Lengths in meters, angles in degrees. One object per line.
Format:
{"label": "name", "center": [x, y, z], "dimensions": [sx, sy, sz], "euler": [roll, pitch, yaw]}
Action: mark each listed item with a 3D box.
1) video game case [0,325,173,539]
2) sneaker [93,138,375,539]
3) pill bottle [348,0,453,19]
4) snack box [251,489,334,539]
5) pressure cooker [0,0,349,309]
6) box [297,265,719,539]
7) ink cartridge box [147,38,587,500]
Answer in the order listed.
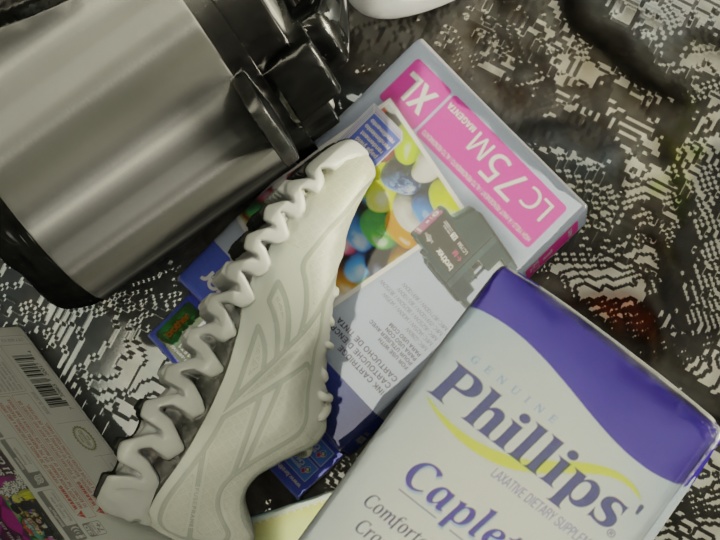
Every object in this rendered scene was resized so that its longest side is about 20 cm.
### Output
{"label": "video game case", "center": [-0.167, 0.111, 0.754], "dimensions": [0.200, 0.181, 0.036], "euler": [49, 117, 22]}
{"label": "sneaker", "center": [-0.041, 0.035, 0.788], "dimensions": [0.081, 0.075, 0.201], "euler": [30, 87, -4]}
{"label": "pill bottle", "center": [0.005, -0.233, 0.832], "dimensions": [0.111, 0.112, 0.202], "euler": [-26, 80, 2]}
{"label": "snack box", "center": [0.019, 0.155, 0.812], "dimensions": [0.198, 0.037, 0.117], "euler": [-18, 79, 4]}
{"label": "pressure cooker", "center": [-0.102, -0.103, 0.796], "dimensions": [0.199, 0.179, 0.177], "euler": [-33, 91, 2]}
{"label": "box", "center": [0.046, 0.120, 0.701], "dimensions": [0.105, 0.184, 0.201], "euler": [35, 87, 12]}
{"label": "ink cartridge box", "center": [0.000, 0.000, 0.837], "dimensions": [0.200, 0.042, 0.119], "euler": [-45, 79, 1]}
